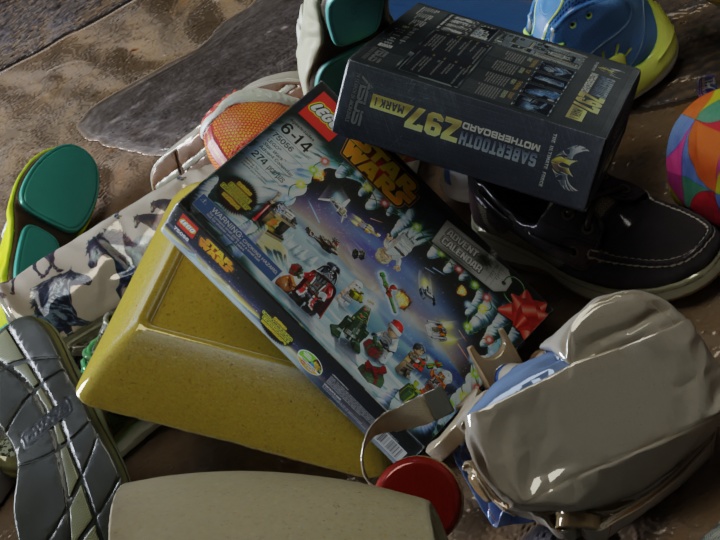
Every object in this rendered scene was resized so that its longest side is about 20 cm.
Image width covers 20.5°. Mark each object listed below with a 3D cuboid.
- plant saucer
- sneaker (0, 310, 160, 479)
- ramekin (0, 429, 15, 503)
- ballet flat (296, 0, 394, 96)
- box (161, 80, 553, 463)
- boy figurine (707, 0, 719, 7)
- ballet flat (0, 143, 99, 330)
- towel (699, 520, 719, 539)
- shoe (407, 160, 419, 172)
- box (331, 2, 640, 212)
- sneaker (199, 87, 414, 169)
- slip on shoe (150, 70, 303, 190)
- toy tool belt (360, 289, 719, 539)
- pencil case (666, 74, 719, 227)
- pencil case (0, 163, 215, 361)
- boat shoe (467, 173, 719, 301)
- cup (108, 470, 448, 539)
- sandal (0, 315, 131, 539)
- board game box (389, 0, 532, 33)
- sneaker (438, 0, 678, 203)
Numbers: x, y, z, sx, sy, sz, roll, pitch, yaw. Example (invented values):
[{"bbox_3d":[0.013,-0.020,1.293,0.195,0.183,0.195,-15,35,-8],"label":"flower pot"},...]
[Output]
[{"bbox_3d":[-0.052,0.020,1.238,0.199,0.049,0.200,13,44,8],"label":"plant saucer"},{"bbox_3d":[-0.160,0.065,1.307,0.199,0.089,0.077,-29,33,1],"label":"sneaker"},{"bbox_3d":[-0.337,0.117,1.356,0.199,0.105,0.201,-20,34,14],"label":"ramekin"},{"bbox_3d":[-0.012,-0.162,1.272,0.069,0.200,0.070,2,67,-4],"label":"ballet flat"},{"bbox_3d":[0.000,0.000,1.177,0.137,0.200,0.040,-44,-3,-35],"label":"box"},{"bbox_3d":[0.262,-0.212,1.331,0.199,0.124,0.065,14,69,23],"label":"boy figurine"},{"bbox_3d":[-0.252,-0.020,1.526,0.067,0.067,0.200,-43,24,33],"label":"ballet flat"},{"bbox_3d":[0.162,0.218,0.914,0.200,0.035,0.192,-36,36,-14],"label":"towel"},{"bbox_3d":[0.012,-0.080,1.418,0.070,0.053,0.200,-50,17,30],"label":"shoe"},{"bbox_3d":[0.082,-0.104,1.220,0.157,0.051,0.200,17,21,8],"label":"box"},{"bbox_3d":[-0.013,-0.074,1.287,0.199,0.073,0.077,-9,63,-36],"label":"sneaker"},{"bbox_3d":[-0.071,-0.095,1.454,0.200,0.076,0.061,-30,4,42],"label":"slip on shoe"},{"bbox_3d":[0.097,0.090,1.078,0.199,0.125,0.123,-27,-4,-3],"label":"toy tool belt"},{"bbox_3d":[0.261,-0.049,1.151,0.088,0.089,0.200,-37,35,-12],"label":"pencil case"},{"bbox_3d":[-0.154,0.000,1.403,0.199,0.078,0.090,-30,54,-2],"label":"pencil case"},{"bbox_3d":[0.137,-0.032,1.234,0.072,0.065,0.200,-42,36,-23],"label":"boat shoe"},{"bbox_3d":[-0.020,0.178,0.957,0.143,0.201,0.201,-18,34,5],"label":"cup"},{"bbox_3d":[-0.179,0.116,1.246,0.080,0.057,0.202,-31,57,14],"label":"sandal"},{"bbox_3d":[0.063,-0.167,1.468,0.199,0.039,0.158,-13,24,-37],"label":"board game box"},{"bbox_3d":[0.121,-0.136,1.352,0.200,0.105,0.076,-38,33,-14],"label":"sneaker"}]
